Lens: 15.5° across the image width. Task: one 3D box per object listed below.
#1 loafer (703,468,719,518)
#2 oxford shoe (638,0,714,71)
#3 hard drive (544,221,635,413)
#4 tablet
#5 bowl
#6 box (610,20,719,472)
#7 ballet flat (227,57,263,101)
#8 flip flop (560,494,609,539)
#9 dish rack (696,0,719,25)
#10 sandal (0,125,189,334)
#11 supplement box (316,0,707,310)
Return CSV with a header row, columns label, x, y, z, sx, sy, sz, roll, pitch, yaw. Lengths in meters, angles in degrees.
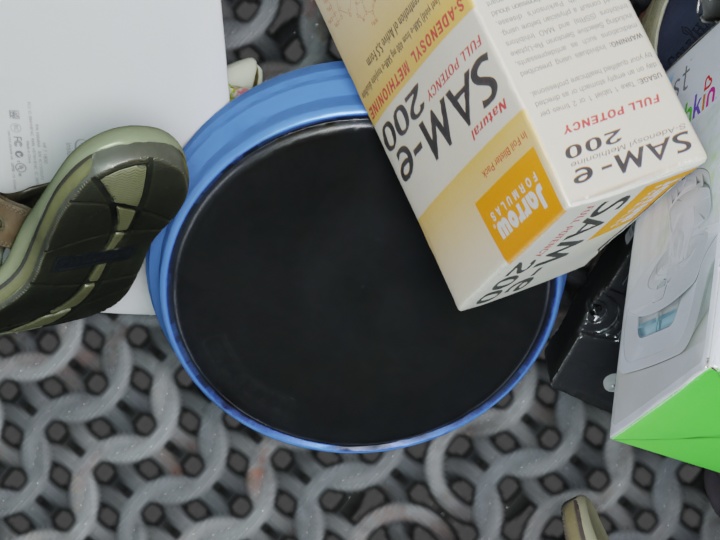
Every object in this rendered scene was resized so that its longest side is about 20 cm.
label,x,y,z,sx,sy,sz,roll,pitch,yaw
loafer,0.182,0.112,1.220,0.063,0.200,0.072,5,53,19
oxford shoe,0.194,-0.156,1.244,0.071,0.074,0.200,32,84,1
hard drive,0.204,0.027,1.233,0.200,0.038,0.140,21,117,-13
tablet,-0.123,-0.059,1.235,0.130,0.014,0.200,3,130,7
bowl,0.000,0.000,1.237,0.200,0.039,0.201,-2,122,-3
box,0.221,0.004,1.117,0.200,0.097,0.177,17,62,-16
ballet flat,-0.035,-0.069,1.273,0.200,0.076,0.064,6,62,1
flip flop,0.166,0.177,1.221,0.058,0.081,0.200,-44,69,3
dish rack,0.216,-0.175,1.185,0.055,0.200,0.154,5,95,41
sandal,-0.137,-0.021,1.220,0.080,0.201,0.057,-7,66,-36
supplement box,0.051,-0.100,1.127,0.073,0.126,0.200,-19,76,-26
